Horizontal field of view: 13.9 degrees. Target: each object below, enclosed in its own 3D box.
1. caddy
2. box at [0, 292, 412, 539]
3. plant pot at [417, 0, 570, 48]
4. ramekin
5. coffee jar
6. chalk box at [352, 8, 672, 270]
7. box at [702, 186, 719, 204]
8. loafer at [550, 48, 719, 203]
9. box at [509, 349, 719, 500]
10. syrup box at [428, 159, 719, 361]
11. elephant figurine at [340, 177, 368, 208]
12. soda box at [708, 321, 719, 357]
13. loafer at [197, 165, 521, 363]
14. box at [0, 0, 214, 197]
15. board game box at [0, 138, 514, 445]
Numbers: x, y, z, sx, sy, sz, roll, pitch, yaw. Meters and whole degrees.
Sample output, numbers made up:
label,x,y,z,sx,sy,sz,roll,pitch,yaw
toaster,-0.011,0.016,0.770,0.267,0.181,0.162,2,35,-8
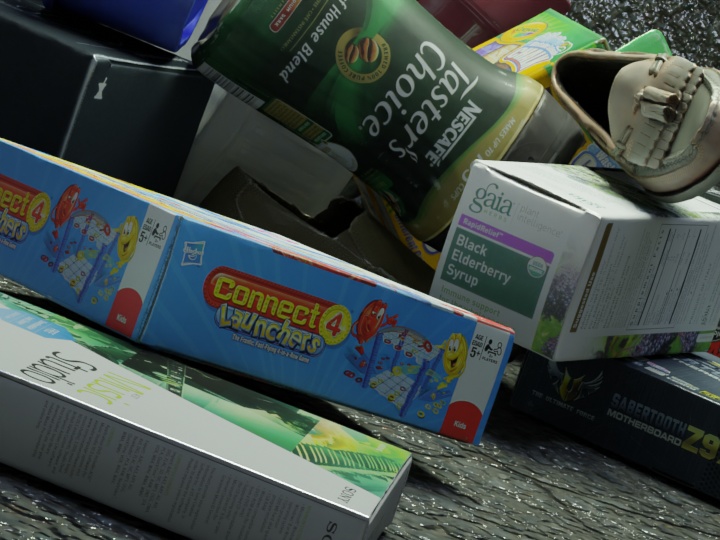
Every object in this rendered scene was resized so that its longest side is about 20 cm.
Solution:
label,x,y,z,sx,sy,sz,roll,pitch,yaw
caddy,-0.117,-0.198,1.579,0.105,0.142,0.200,23,7,-3
box,-0.083,0.060,1.122,0.200,0.036,0.144,22,8,4
plant pot,0.011,-0.176,1.973,0.200,0.179,0.200,41,2,-2
ramekin,-0.054,-0.103,1.696,0.094,0.203,0.202,30,5,-19
coffee jar,0.016,-0.093,1.557,0.200,0.104,0.085,37,-12,-9
chalk box,0.103,-0.069,1.723,0.125,0.200,0.124,64,-3,-16
box,0.170,-0.058,2.261,0.200,0.086,0.164,17,9,-19
loafer,0.145,-0.081,1.526,0.063,0.072,0.200,30,0,-13
box,0.199,0.086,1.562,0.200,0.051,0.158,24,9,25
syrup box,0.122,-0.005,1.526,0.079,0.082,0.200,24,13,27
elephant figurine,0.107,-0.036,1.877,0.200,0.142,0.155,17,34,-19
soda box,0.197,0.039,1.806,0.200,0.063,0.071,15,9,-34
loafer,0.000,0.000,1.574,0.200,0.068,0.076,18,9,-17
box,-0.204,-0.095,1.560,0.200,0.107,0.148,23,8,21
board game box,-0.067,0.005,1.320,0.196,0.056,0.200,20,2,-40
